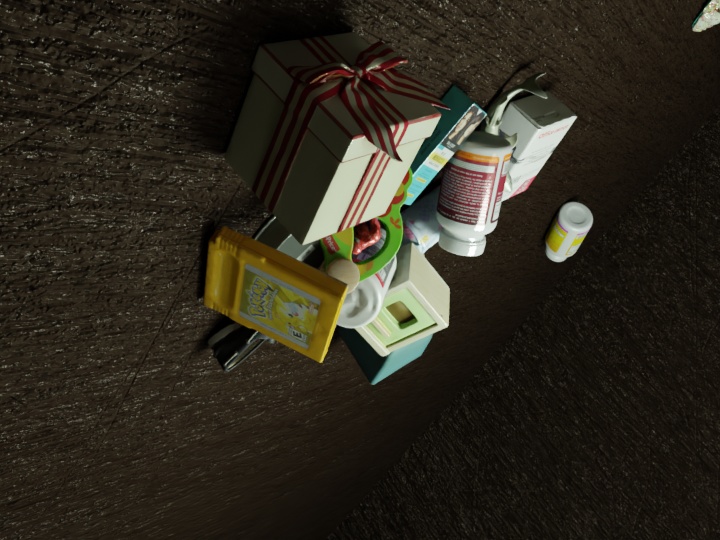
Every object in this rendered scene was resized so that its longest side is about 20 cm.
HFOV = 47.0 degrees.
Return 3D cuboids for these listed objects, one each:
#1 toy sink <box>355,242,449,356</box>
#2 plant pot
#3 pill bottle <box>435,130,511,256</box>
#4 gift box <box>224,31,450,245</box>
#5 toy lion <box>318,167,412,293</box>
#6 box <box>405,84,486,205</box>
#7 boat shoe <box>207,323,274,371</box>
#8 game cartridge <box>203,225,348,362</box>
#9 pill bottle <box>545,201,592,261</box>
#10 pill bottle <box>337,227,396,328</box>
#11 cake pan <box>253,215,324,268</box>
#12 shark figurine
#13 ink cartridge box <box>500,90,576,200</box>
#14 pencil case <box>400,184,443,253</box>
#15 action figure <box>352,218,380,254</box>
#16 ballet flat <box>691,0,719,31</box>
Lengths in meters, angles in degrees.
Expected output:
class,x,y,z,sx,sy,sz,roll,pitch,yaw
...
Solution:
class,x,y,z,sx,sy,sz,roll,pitch,yaw
toy sink,0.045,0.065,1.493,0.198,0.131,0.113,-25,-147,27
plant pot,0.063,0.113,1.691,0.140,0.142,0.200,-28,165,-23
pill bottle,0.193,-0.135,1.452,0.112,0.112,0.203,-20,126,-49
gift box,-0.019,-0.159,0.963,0.184,0.200,0.188,-30,156,-46
toy lion,-0.006,-0.098,1.132,0.190,0.202,0.069,-31,-168,-6
box,0.116,-0.202,1.357,0.201,0.049,0.082,-49,160,15
boat shoe,-0.156,0.091,1.326,0.198,0.061,0.074,-33,168,12
game cartridge,-0.124,0.036,1.149,0.177,0.197,0.033,109,6,-53
pill bottle,0.611,-0.108,2.458,0.104,0.104,0.201,-35,159,-23
pill bottle,0.000,0.000,1.366,0.111,0.110,0.201,-54,-175,28
cake pan,-0.098,-0.038,1.282,0.199,0.037,0.201,-39,160,-17
shark figurine,0.249,-0.266,1.495,0.090,0.126,0.217,-61,169,-67
ink cartridge box,0.310,-0.239,1.616,0.144,0.084,0.201,-25,154,-43
pencil case,0.150,-0.105,1.562,0.199,0.091,0.084,-33,159,-26
action figure,-0.003,-0.101,1.244,0.065,0.099,0.201,-27,-154,28
ballet flat,0.852,-0.630,1.938,0.075,0.064,0.201,-32,158,-32
